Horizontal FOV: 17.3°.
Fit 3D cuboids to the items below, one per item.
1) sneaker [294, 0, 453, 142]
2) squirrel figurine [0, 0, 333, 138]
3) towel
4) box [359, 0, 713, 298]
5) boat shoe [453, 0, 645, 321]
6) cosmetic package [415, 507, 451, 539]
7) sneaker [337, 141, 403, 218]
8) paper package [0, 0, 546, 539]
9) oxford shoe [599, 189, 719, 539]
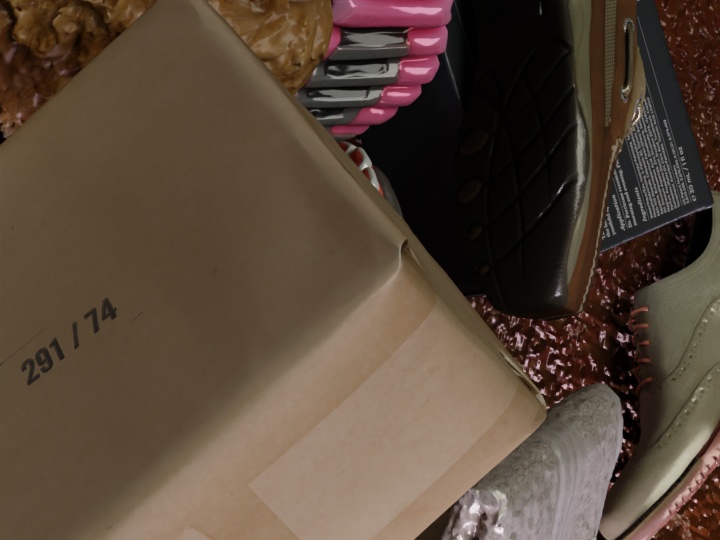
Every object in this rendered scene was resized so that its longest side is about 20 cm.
[{"bbox_3d":[-0.001,-0.141,0.992,0.079,0.201,0.096,3,44,-34],"label":"sneaker"},{"bbox_3d":[-0.102,-0.147,0.903,0.185,0.141,0.202,6,91,-17],"label":"squirrel figurine"},{"bbox_3d":[0.054,0.154,0.976,0.132,0.034,0.201,-31,138,-60],"label":"towel"},{"bbox_3d":[0.065,-0.101,1.085,0.141,0.079,0.201,-21,96,-41],"label":"box"},{"bbox_3d":[0.090,-0.079,1.008,0.074,0.075,0.202,11,77,-40],"label":"boat shoe"},{"bbox_3d":[-0.035,0.109,0.968,0.200,0.073,0.104,-36,105,-39],"label":"cosmetic package"},{"bbox_3d":[0.000,0.000,0.934,0.082,0.200,0.077,36,93,-15],"label":"sneaker"},{"bbox_3d":[-0.072,0.037,0.786,0.200,0.191,0.103,-42,135,3],"label":"paper package"},{"bbox_3d":[0.153,0.049,1.154,0.074,0.071,0.201,33,60,-2],"label":"oxford shoe"}]
